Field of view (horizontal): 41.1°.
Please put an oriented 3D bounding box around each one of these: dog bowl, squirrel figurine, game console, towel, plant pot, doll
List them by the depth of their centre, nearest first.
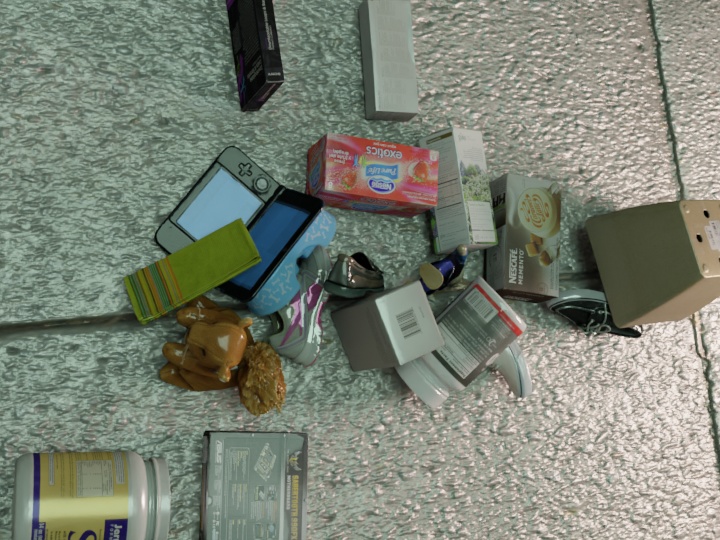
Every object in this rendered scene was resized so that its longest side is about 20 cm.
[{"bbox_3d":[-0.183,0.120,1.386,0.199,0.186,0.143,30,72,-13],"label":"squirrel figurine"},{"bbox_3d":[-0.248,-0.002,1.405,0.198,0.018,0.087,-28,62,-4],"label":"towel"},{"bbox_3d":[-0.184,-0.075,1.450,0.170,0.118,0.201,40,74,-10],"label":"game console"},{"bbox_3d":[-0.119,-0.027,1.473,0.050,0.111,0.201,48,65,-35],"label":"dog bowl"},{"bbox_3d":[0.123,0.012,1.549,0.049,0.200,0.137,46,111,9],"label":"doll"},{"bbox_3d":[0.544,-0.028,1.671,0.198,0.177,0.202,-4,73,-35],"label":"plant pot"}]

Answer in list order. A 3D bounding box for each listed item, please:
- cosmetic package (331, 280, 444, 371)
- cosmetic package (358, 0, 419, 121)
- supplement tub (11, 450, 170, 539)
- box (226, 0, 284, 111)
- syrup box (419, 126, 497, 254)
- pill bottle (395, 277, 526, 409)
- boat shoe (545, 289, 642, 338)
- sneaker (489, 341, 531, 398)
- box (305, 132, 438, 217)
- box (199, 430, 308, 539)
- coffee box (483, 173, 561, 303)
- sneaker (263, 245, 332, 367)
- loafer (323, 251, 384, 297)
[{"bbox_3d":[0.036,0.089,1.474,0.084,0.200,0.109,-22,91,-21],"label":"cosmetic package"},{"bbox_3d":[0.047,-0.359,1.633,0.082,0.051,0.203,0,81,-23],"label":"cosmetic package"},{"bbox_3d":[-0.367,0.320,1.305,0.198,0.145,0.147,3,80,-20],"label":"supplement tub"},{"bbox_3d":[-0.167,-0.367,1.501,0.036,0.143,0.203,-5,84,-23],"label":"box"},{"bbox_3d":[0.165,-0.134,1.617,0.078,0.081,0.203,-1,80,-46],"label":"syrup box"},{"bbox_3d":[0.158,0.118,1.533,0.200,0.114,0.114,-45,99,5],"label":"pill bottle"},{"bbox_3d":[0.415,0.083,1.694,0.197,0.073,0.069,13,62,-28],"label":"boat shoe"},{"bbox_3d":[0.220,0.129,1.618,0.070,0.073,0.202,-23,81,-14],"label":"sneaker"},{"bbox_3d":[0.018,-0.152,1.561,0.198,0.102,0.096,7,79,-22],"label":"box"},{"bbox_3d":[-0.159,0.342,1.436,0.157,0.048,0.203,4,80,-22],"label":"box"},{"bbox_3d":[0.279,-0.054,1.659,0.113,0.080,0.203,9,78,-20],"label":"coffee box"},{"bbox_3d":[-0.100,0.044,1.492,0.087,0.081,0.203,13,76,-21],"label":"sneaker"},{"bbox_3d":[0.000,0.000,1.482,0.071,0.200,0.064,16,99,13],"label":"loafer"}]
